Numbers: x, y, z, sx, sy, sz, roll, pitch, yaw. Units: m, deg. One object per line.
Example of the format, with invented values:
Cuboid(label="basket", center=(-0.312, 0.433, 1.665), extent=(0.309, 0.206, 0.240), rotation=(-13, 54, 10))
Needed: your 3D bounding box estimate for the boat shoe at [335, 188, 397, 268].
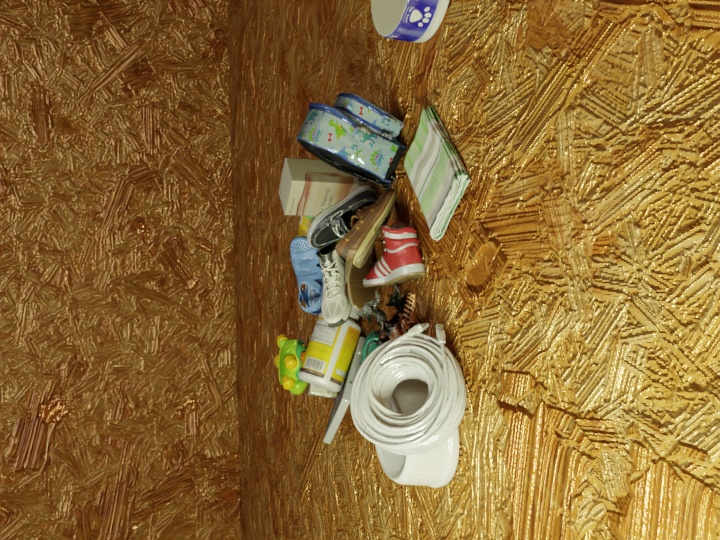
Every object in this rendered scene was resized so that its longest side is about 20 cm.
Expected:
Cuboid(label="boat shoe", center=(0.015, -0.098, 1.212), extent=(0.201, 0.067, 0.072), rotation=(-60, -8, -32))

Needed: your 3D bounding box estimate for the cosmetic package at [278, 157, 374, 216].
Cuboid(label="cosmetic package", center=(-0.079, -0.187, 1.392), extent=(0.104, 0.196, 0.088), rotation=(109, 152, -43))

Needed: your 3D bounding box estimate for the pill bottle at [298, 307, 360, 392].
Cuboid(label="pill bottle", center=(-0.065, 0.172, 1.427), extent=(0.109, 0.108, 0.203), rotation=(-18, 50, 68))

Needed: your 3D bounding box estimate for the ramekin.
Cuboid(label="ramekin", center=(0.093, 0.295, 1.114), extent=(0.202, 0.093, 0.206), rotation=(178, 90, -69))

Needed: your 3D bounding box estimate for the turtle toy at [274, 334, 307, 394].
Cuboid(label="turtle toy", center=(-0.205, 0.298, 1.887), extent=(0.146, 0.099, 0.203), rotation=(-124, 38, -54))

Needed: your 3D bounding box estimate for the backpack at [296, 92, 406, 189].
Cuboid(label="backpack", center=(-0.021, -0.275, 1.237), extent=(0.149, 0.197, 0.183), rotation=(-68, 23, 5))

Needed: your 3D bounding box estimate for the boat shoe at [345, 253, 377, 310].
Cuboid(label="boat shoe", center=(0.000, 0.000, 1.388), extent=(0.065, 0.070, 0.203), rotation=(124, 150, -63))

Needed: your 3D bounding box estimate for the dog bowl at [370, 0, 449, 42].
Cuboid(label="dog bowl", center=(0.089, -0.523, 1.101), extent=(0.200, 0.077, 0.204), rotation=(179, 90, -69))

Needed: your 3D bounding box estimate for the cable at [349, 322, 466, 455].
Cuboid(label="cable", center=(0.079, 0.206, 1.020), extent=(0.069, 0.197, 0.202), rotation=(54, -164, -51))

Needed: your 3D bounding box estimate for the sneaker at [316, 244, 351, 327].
Cuboid(label="sneaker", center=(-0.073, 0.025, 1.383), extent=(0.116, 0.074, 0.203), rotation=(61, -159, -44))

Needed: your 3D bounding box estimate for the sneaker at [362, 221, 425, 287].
Cuboid(label="sneaker", center=(0.060, -0.030, 1.216), extent=(0.199, 0.070, 0.115), rotation=(-21, 75, 60))

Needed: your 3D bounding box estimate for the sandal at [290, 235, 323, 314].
Cuboid(label="sandal", center=(-0.121, 0.017, 1.440), extent=(0.087, 0.078, 0.203), rotation=(-45, -59, -71))

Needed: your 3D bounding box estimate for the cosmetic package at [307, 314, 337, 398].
Cuboid(label="cosmetic package", center=(-0.084, 0.213, 1.525), extent=(0.104, 0.072, 0.204), rotation=(123, 156, -75))

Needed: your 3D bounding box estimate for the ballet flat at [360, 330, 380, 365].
Cuboid(label="ballet flat", center=(0.028, 0.219, 1.344), extent=(0.071, 0.066, 0.203), rotation=(-79, -1, -63))

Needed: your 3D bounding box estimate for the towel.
Cuboid(label="towel", center=(0.126, -0.176, 1.091), extent=(0.150, 0.030, 0.202), rotation=(112, 149, -44))

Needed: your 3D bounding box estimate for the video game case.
Cuboid(label="video game case", center=(-0.037, 0.284, 1.445), extent=(0.202, 0.023, 0.184), rotation=(110, 178, -45))

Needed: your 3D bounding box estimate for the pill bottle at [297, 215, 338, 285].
Cuboid(label="pill bottle", center=(-0.105, -0.067, 1.515), extent=(0.111, 0.109, 0.203), rotation=(-125, 41, -55))

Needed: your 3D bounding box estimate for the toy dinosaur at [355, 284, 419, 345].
Cuboid(label="toy dinosaur", center=(0.077, 0.107, 1.192), extent=(0.201, 0.101, 0.137), rotation=(-53, 55, 31))

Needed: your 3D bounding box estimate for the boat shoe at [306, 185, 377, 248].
Cuboid(label="boat shoe", center=(-0.040, -0.106, 1.367), extent=(0.199, 0.072, 0.068), rotation=(-35, 36, 16))
